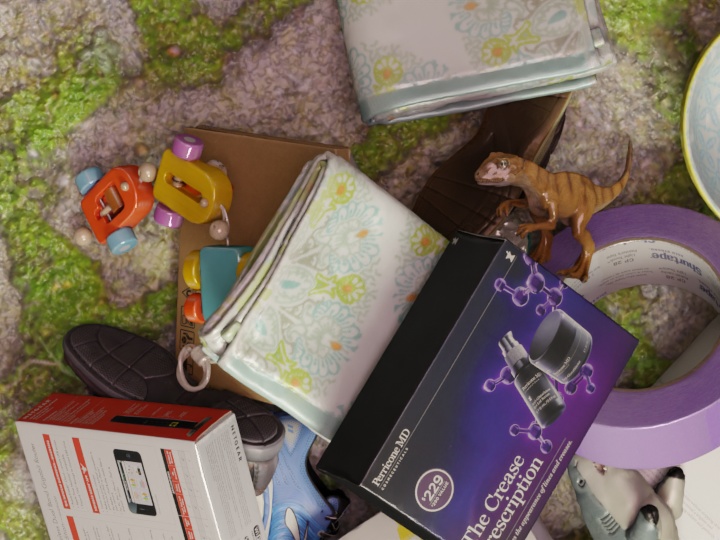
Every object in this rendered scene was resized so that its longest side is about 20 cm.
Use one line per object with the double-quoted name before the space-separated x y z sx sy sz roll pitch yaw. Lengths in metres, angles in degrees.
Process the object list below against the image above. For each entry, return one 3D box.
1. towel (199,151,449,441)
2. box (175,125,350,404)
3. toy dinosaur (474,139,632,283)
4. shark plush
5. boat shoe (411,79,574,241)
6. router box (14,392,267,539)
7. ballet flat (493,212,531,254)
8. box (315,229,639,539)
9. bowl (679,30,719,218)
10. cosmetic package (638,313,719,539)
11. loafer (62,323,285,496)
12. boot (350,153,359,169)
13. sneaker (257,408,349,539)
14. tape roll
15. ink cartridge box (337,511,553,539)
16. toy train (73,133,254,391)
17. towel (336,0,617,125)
"towel" -0.002 0.034 1.555 0.200 0.048 0.172 37 81 -31
"box" -0.076 -0.002 1.633 0.021 0.163 0.201 -7 103 -48
"toy dinosaur" 0.162 -0.049 1.636 0.200 0.060 0.107 3 102 -52
"shark plush" 0.207 0.230 1.676 0.083 0.091 0.201 1 119 23
"boat shoe" 0.107 -0.074 1.670 0.073 0.065 0.200 33 83 25
"router box" -0.154 0.195 1.621 0.179 0.049 0.201 4 117 35
"ballet flat" 0.061 0.036 1.682 0.072 0.072 0.201 30 92 -9
"box" 0.084 0.094 1.531 0.141 0.079 0.200 35 80 -23
"bowl" 0.334 -0.117 1.682 0.199 0.108 0.201 -1 98 -7
"cosmetic package" 0.285 0.126 1.723 0.113 0.081 0.200 45 89 -10
"loafer" -0.148 0.109 1.650 0.199 0.072 0.063 27 127 22
"boot" 0.000 0.000 1.656 0.095 0.074 0.201 -27 80 -8
"sneaker" -0.050 0.207 1.695 0.089 0.079 0.201 -4 98 -4
"tape roll" 0.215 0.048 1.650 0.199 0.066 0.201 -7 55 10
"ink cartridge box" 0.057 0.255 1.651 0.200 0.129 0.125 -35 55 4
"toy train" -0.130 -0.017 1.626 0.150 0.056 0.200 -46 67 35
"towel" 0.082 -0.209 1.647 0.199 0.048 0.172 -11 77 -1
